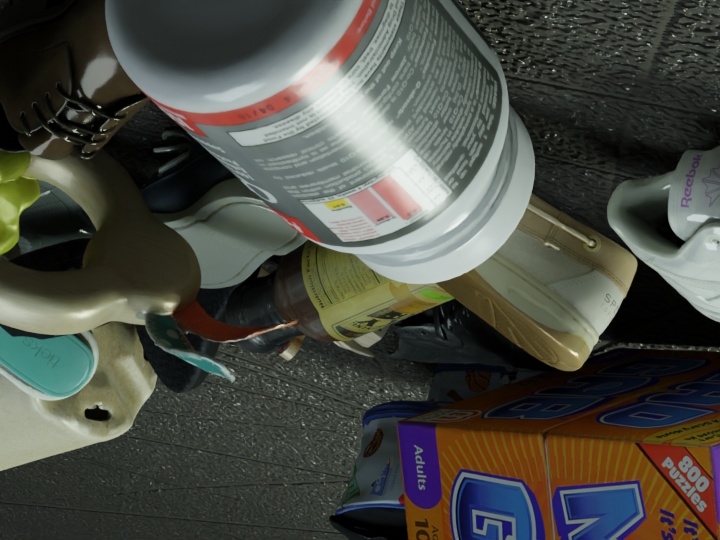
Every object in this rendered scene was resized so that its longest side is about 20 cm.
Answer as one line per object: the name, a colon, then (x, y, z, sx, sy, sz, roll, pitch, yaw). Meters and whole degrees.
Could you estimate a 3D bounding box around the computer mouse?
computer mouse: (-0.213, 0.016, 1.287, 0.198, 0.034, 0.059, -10, 150, -4)

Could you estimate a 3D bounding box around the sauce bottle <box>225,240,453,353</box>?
sauce bottle: (0.000, 0.000, 1.234, 0.064, 0.065, 0.200, 26, 152, -27)

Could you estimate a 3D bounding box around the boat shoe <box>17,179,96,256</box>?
boat shoe: (-0.170, -0.046, 1.331, 0.074, 0.065, 0.202, -12, 160, 14)

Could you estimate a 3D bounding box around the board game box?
board game box: (0.164, 0.160, 1.253, 0.199, 0.202, 0.199, 1, -170, 43)

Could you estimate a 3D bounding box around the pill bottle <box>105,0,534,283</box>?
pill bottle: (-0.008, -0.076, 0.969, 0.115, 0.117, 0.200, 7, 159, 31)

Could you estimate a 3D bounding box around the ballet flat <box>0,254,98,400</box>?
ballet flat: (-0.228, 0.001, 1.328, 0.069, 0.070, 0.200, -4, 142, 50)

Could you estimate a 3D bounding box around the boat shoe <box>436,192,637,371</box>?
boat shoe: (0.041, -0.038, 1.111, 0.200, 0.069, 0.074, 39, 168, 10)

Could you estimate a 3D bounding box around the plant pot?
plant pot: (-0.234, 0.048, 1.487, 0.182, 0.202, 0.200, -8, 151, 33)

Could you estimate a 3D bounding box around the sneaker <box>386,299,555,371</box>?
sneaker: (0.055, 0.018, 1.285, 0.103, 0.061, 0.200, 11, 167, 11)

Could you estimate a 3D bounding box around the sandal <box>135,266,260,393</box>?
sandal: (-0.086, 0.012, 1.386, 0.045, 0.075, 0.200, -20, 164, -29)

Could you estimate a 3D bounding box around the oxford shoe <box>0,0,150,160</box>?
oxford shoe: (-0.117, -0.089, 1.095, 0.072, 0.085, 0.200, 27, 159, -25)

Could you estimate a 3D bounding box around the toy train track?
toy train track: (-0.032, 0.030, 1.380, 0.114, 0.033, 0.200, 38, 170, -17)

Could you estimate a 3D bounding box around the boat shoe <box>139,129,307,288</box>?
boat shoe: (-0.076, -0.039, 1.239, 0.074, 0.062, 0.200, 25, 160, -17)

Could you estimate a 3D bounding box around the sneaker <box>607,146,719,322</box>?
sneaker: (0.191, -0.013, 1.033, 0.099, 0.075, 0.199, 29, 160, -35)

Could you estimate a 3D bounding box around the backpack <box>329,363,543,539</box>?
backpack: (0.086, 0.137, 1.473, 0.189, 0.155, 0.200, -3, 148, 30)

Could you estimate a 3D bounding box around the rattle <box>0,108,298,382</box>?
rattle: (-0.148, 0.022, 1.195, 0.199, 0.130, 0.143, 29, 116, -7)
